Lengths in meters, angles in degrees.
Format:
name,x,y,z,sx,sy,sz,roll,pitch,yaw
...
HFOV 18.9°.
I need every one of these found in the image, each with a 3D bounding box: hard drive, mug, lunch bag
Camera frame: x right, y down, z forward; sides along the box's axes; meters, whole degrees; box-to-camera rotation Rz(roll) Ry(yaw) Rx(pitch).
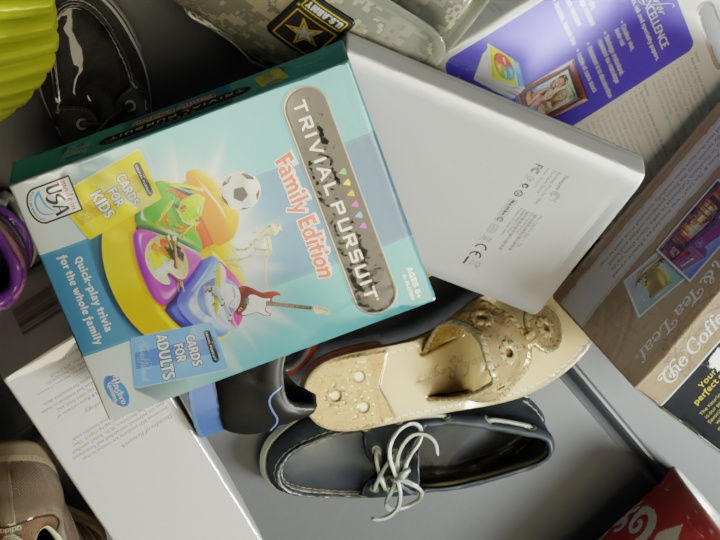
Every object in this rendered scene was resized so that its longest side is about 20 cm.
name,x,y,z,sx,sy,sz,roll,pitch,yaw
hard drive,0.051,-0.054,1.292,0.199,0.026,0.132,21,130,-18
mug,0.203,0.268,1.554,0.200,0.134,0.178,-40,119,5
lunch bag,-0.005,-0.198,1.257,0.164,0.118,0.200,31,103,-20

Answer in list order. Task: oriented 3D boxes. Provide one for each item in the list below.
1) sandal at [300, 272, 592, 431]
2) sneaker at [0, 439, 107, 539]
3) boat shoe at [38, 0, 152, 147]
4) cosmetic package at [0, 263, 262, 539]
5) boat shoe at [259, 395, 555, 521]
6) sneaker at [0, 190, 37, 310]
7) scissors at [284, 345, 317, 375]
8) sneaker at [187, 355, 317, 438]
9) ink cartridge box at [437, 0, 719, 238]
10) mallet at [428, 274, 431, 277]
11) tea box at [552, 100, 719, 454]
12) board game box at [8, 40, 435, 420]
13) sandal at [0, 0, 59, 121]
name,x,y,z,sx,sy,sz,roll,pitch,yaw
sandal,0.067,0.062,1.392,0.211,0.070,0.078,-17,102,-6
sneaker,-0.203,0.179,1.348,0.070,0.076,0.200,-9,149,4
boat shoe,-0.152,-0.076,1.292,0.070,0.066,0.201,-14,119,-13
cosmetic package,-0.151,0.097,1.352,0.085,0.108,0.200,-32,123,-4
boat shoe,0.033,0.124,1.458,0.199,0.062,0.075,-4,118,-18
sneaker,-0.274,-0.026,1.259,0.199,0.089,0.081,20,108,-26
scissors,0.000,0.000,1.393,0.200,0.014,0.073,-32,113,10
sneaker,-0.074,0.005,1.290,0.078,0.070,0.201,-8,116,0
ink cartridge box,0.159,-0.120,1.383,0.199,0.043,0.198,-30,129,-1
mallet,0.030,-0.006,1.369,0.199,0.041,0.066,-20,124,5
tea box,0.271,0.017,1.378,0.197,0.134,0.200,37,98,-32
board game box,-0.077,-0.022,1.218,0.199,0.047,0.152,-20,111,2
sandal,-0.213,-0.164,1.225,0.079,0.087,0.200,-8,139,-42
